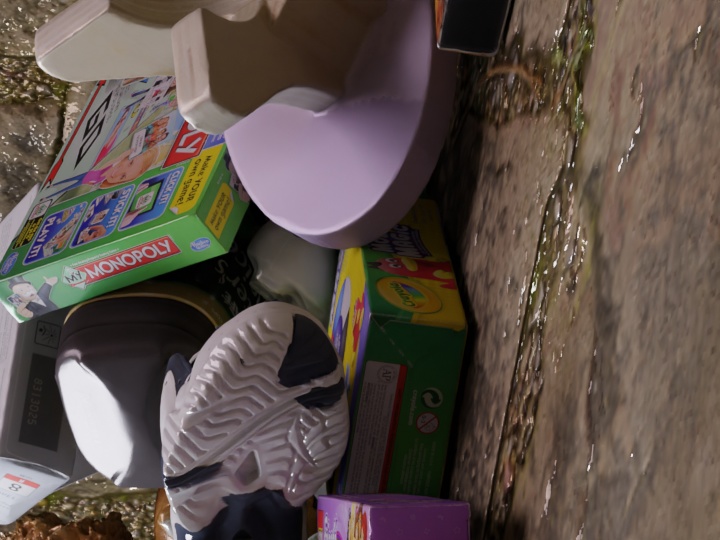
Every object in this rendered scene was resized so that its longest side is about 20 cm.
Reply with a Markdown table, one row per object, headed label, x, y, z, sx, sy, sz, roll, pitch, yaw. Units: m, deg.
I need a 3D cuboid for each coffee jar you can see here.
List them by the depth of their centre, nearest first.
| label | x | y | z | sx | sy | sz | roll | pitch | yaw |
| --- | --- | --- | --- | --- | --- | --- | --- | --- | --- |
| coffee jar | -0.095 | 0.015 | 1.325 | 0.200 | 0.085 | 0.104 | -79 | -19 | -51 |

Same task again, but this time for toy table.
| label | x | y | z | sx | sy | sz | roll | pitch | yaw |
| --- | --- | --- | --- | --- | --- | --- | --- | --- | --- |
| toy table | -0.041 | -0.118 | 1.165 | 0.184 | 0.117 | 0.200 | -40 | 46 | 20 |

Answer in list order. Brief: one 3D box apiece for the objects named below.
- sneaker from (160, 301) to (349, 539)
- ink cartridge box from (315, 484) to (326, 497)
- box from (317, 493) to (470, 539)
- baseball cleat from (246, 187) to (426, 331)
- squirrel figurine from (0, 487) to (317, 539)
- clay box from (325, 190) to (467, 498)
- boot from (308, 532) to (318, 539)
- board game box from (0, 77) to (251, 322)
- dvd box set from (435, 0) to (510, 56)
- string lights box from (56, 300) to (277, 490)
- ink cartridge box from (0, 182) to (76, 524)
| label | x | y | z | sx | sy | sz | roll | pitch | yaw |
| --- | --- | --- | --- | --- | --- | --- | --- | --- | --- |
| sneaker | -0.051 | 0.053 | 1.143 | 0.199 | 0.079 | 0.130 | 89 | 173 | -49 |
| ink cartridge box | -0.059 | 0.173 | 1.549 | 0.145 | 0.084 | 0.200 | -120 | 38 | -79 |
| box | 0.012 | 0.155 | 0.997 | 0.200 | 0.039 | 0.137 | 145 | 124 | -83 |
| baseball cleat | 0.000 | 0.000 | 1.334 | 0.106 | 0.070 | 0.200 | -50 | -14 | -7 |
| squirrel figurine | -0.098 | 0.177 | 1.343 | 0.142 | 0.200 | 0.187 | -79 | -13 | -59 |
| clay box | 0.011 | 0.040 | 1.188 | 0.200 | 0.048 | 0.115 | -102 | 20 | -71 |
| boot | -0.028 | 0.220 | 1.223 | 0.090 | 0.073 | 0.200 | -83 | 4 | -54 |
| board game box | -0.095 | -0.067 | 1.300 | 0.029 | 0.135 | 0.200 | 51 | -142 | -27 |
| dvd box set | 0.055 | -0.209 | 1.135 | 0.200 | 0.029 | 0.146 | -91 | 9 | -50 |
| string lights box | -0.104 | 0.055 | 1.484 | 0.059 | 0.200 | 0.103 | 69 | 168 | -12 |
| ink cartridge box | -0.200 | 0.065 | 1.410 | 0.200 | 0.050 | 0.162 | 138 | 143 | -56 |
